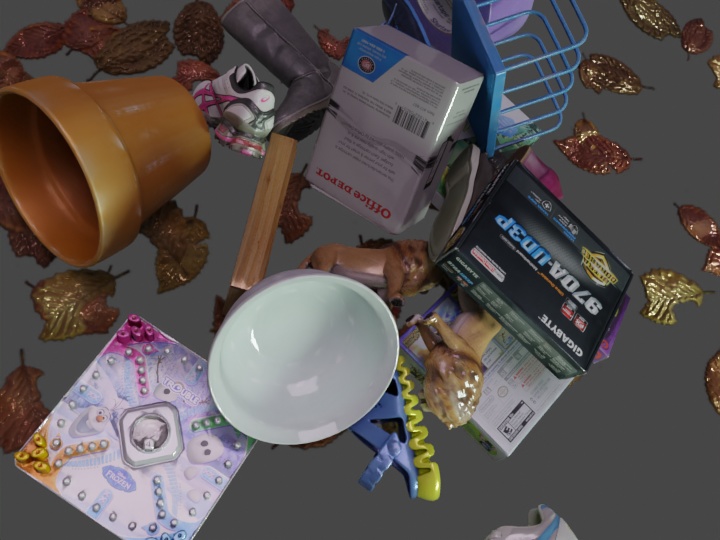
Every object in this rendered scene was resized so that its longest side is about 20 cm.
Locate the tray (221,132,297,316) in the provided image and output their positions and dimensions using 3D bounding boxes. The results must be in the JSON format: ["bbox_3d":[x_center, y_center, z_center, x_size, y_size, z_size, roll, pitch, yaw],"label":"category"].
[{"bbox_3d":[-0.117,-0.050,0.887,0.037,0.099,0.201,15,64,-10],"label":"tray"}]

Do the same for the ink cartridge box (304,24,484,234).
[{"bbox_3d":[0.036,-0.168,0.903,0.146,0.201,0.084,33,33,16],"label":"ink cartridge box"}]

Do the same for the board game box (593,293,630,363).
[{"bbox_3d":[0.240,0.003,0.919,0.200,0.032,0.120,45,42,-4],"label":"board game box"}]

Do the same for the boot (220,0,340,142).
[{"bbox_3d":[-0.114,-0.273,1.004,0.200,0.073,0.182,48,51,3],"label":"boot"}]

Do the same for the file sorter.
[{"bbox_3d":[0.192,-0.261,0.943,0.122,0.200,0.140,-18,70,-1],"label":"file sorter"}]

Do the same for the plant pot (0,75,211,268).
[{"bbox_3d":[-0.277,-0.132,0.850,0.200,0.200,0.183,47,49,10],"label":"plant pot"}]

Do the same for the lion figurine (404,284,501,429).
[{"bbox_3d":[0.120,0.071,0.852,0.123,0.072,0.200,51,57,-13],"label":"lion figurine"}]

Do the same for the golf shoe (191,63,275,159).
[{"bbox_3d":[-0.149,-0.205,0.914,0.072,0.093,0.200,14,17,-35],"label":"golf shoe"}]

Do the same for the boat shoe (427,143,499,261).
[{"bbox_3d":[0.133,-0.075,0.915,0.060,0.072,0.202,34,47,-14],"label":"boat shoe"}]

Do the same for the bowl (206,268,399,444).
[{"bbox_3d":[-0.067,0.076,0.801,0.200,0.202,0.090,-7,27,-16],"label":"bowl"}]

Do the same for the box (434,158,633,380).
[{"bbox_3d":[0.199,-0.003,0.844,0.200,0.046,0.159,43,58,-7],"label":"box"}]

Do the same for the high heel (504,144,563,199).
[{"bbox_3d":[0.195,-0.065,0.998,0.096,0.067,0.200,45,66,-21],"label":"high heel"}]

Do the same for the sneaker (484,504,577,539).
[{"bbox_3d":[0.145,0.325,0.800,0.199,0.077,0.081,-22,64,-27],"label":"sneaker"}]

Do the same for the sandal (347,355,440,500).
[{"bbox_3d":[0.024,0.162,0.840,0.086,0.080,0.201,-13,67,-6],"label":"sandal"}]

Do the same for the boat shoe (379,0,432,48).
[{"bbox_3d":[0.057,-0.310,1.045,0.068,0.084,0.201,-21,54,2],"label":"boat shoe"}]

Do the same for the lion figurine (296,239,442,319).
[{"bbox_3d":[0.000,0.000,0.900,0.199,0.073,0.123,12,46,-2],"label":"lion figurine"}]

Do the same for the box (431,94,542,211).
[{"bbox_3d":[0.137,-0.180,1.039,0.144,0.036,0.200,44,66,9],"label":"box"}]

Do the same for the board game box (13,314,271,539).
[{"bbox_3d":[-0.224,0.173,0.804,0.199,0.026,0.200,33,63,3],"label":"board game box"}]

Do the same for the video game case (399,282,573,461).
[{"bbox_3d":[0.165,0.094,0.917,0.181,0.045,0.200,45,64,8],"label":"video game case"}]

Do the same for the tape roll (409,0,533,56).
[{"bbox_3d":[0.143,-0.409,1.052,0.085,0.200,0.200,-29,75,-23],"label":"tape roll"}]
